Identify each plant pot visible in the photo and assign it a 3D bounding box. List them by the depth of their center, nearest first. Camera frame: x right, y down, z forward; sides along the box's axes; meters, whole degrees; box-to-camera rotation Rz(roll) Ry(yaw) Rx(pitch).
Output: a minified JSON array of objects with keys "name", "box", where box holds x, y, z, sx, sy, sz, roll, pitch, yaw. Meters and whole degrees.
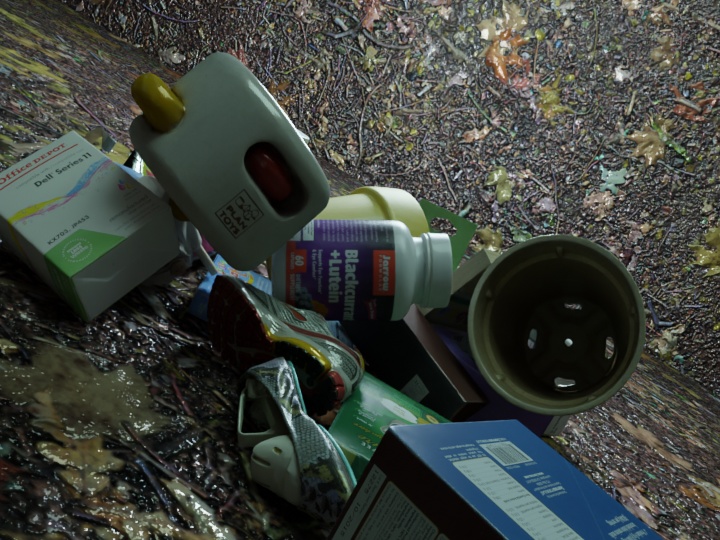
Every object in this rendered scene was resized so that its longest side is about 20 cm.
[{"name":"plant pot","box":[0.248,0.077,0.891,0.199,0.203,0.183,34,2,25]},{"name":"plant pot","box":[-0.027,-0.023,1.037,0.185,0.205,0.201,3,24,-32]}]

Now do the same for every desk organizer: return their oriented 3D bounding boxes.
[{"name":"desk organizer","box":[0.061,0.104,0.871,0.076,0.072,0.201,15,32,-54]}]

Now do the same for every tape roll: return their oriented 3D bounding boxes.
[{"name":"tape roll","box":[0.160,0.157,0.963,0.197,0.086,0.200,29,12,-7]}]

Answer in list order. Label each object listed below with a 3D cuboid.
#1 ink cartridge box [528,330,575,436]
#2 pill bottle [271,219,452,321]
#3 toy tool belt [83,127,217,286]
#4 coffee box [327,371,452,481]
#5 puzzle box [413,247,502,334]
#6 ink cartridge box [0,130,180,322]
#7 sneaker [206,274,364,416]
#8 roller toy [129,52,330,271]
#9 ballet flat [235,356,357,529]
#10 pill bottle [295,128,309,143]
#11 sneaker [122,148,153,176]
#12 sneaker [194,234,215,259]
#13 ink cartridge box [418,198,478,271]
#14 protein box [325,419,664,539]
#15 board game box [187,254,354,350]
[{"name":"ink cartridge box","box":[0.251,0.134,1.117,0.083,0.148,0.200,17,16,-41]},{"name":"pill bottle","box":[0.000,0.000,0.809,0.195,0.114,0.112,0,16,-4]},{"name":"toy tool belt","box":[-0.251,-0.065,0.830,0.199,0.126,0.123,39,3,31]},{"name":"coffee box","box":[0.028,0.169,0.698,0.121,0.045,0.200,29,12,2]},{"name":"puzzle box","box":[0.173,0.039,0.967,0.198,0.133,0.026,16,43,-46]},{"name":"ink cartridge box","box":[-0.283,-0.058,0.698,0.198,0.068,0.117,34,57,24]},{"name":"sneaker","box":[-0.081,0.070,0.731,0.199,0.079,0.082,36,28,24]},{"name":"roller toy","box":[-0.130,-0.100,0.704,0.183,0.139,0.200,50,-5,8]},{"name":"ballet flat","box":[-0.063,0.142,0.586,0.071,0.073,0.200,22,14,-31]},{"name":"pill bottle","box":[-0.158,-0.130,1.100,0.110,0.203,0.112,26,12,-6]},{"name":"sneaker","box":[-0.291,-0.097,0.991,0.090,0.079,0.201,31,15,-33]},{"name":"sneaker","box":[-0.196,-0.057,0.952,0.073,0.082,0.200,19,8,-15]},{"name":"ink cartridge box","box":[0.118,-0.001,1.221,0.144,0.203,0.048,19,14,-35]},{"name":"protein box","box":[0.106,0.215,0.472,0.199,0.137,0.197,37,14,35]},{"name":"board game box","box":[-0.101,0.056,0.874,0.197,0.037,0.152,28,12,-10]}]
